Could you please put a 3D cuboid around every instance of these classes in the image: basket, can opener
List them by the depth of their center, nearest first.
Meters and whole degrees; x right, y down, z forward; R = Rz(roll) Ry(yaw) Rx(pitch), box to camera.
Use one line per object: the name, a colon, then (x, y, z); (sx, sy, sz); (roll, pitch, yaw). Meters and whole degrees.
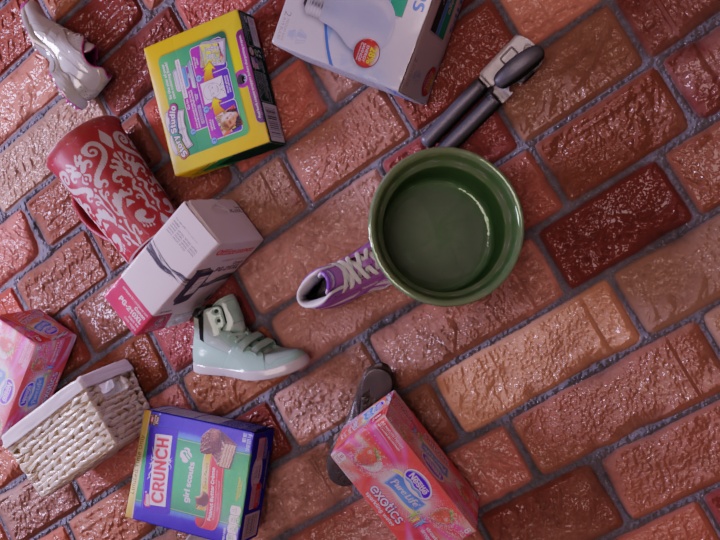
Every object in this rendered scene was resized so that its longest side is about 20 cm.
can opener: (0.159, -0.231, 1.051); (0.200, 0.066, 0.053); (-45, 80, 22)
basket: (-0.447, 0.254, 1.271); (0.199, 0.135, 0.124); (-34, 86, 19)

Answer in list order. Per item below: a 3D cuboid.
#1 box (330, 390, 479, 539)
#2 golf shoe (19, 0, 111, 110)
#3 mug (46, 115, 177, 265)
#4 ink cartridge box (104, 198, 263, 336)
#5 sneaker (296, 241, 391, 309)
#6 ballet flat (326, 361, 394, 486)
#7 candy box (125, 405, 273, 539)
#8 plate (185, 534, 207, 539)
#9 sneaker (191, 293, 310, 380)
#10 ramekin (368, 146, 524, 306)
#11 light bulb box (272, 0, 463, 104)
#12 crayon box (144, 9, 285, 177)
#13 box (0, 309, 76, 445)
box: (0.065, 0.282, 1.081); (0.102, 0.095, 0.201); (-36, 94, 16)
golf shoe: (-0.475, -0.360, 1.277); (0.091, 0.075, 0.201); (-32, 85, 4)
mug: (-0.374, -0.114, 1.241); (0.133, 0.178, 0.201); (-37, 84, -18)
ink cartridge box: (-0.259, -0.007, 1.174); (0.200, 0.145, 0.084); (-45, 81, 17)
sneaker: (0.000, 0.001, 1.097); (0.199, 0.114, 0.073); (-34, 81, 18)
ballet flat: (0.002, 0.223, 1.153); (0.067, 0.046, 0.202); (18, 106, -1)
candy box: (-0.248, 0.311, 1.217); (0.197, 0.077, 0.172); (7, 86, 20)
plate: (-0.230, 0.526, 1.261); (0.200, 0.032, 0.200); (42, 107, 13)
sneaker: (-0.172, 0.097, 1.184); (0.198, 0.074, 0.120); (0, 100, 23)
ramekin: (0.105, -0.051, 1.031); (0.197, 0.098, 0.203); (0, 84, -3)
light bulb box: (0.019, -0.355, 1.058); (0.198, 0.125, 0.200); (24, 101, 18)
crayon box: (-0.220, -0.262, 1.189); (0.171, 0.058, 0.203); (-15, 88, 22)
box: (-0.574, 0.177, 1.319); (0.094, 0.102, 0.202); (30, 102, 16)
